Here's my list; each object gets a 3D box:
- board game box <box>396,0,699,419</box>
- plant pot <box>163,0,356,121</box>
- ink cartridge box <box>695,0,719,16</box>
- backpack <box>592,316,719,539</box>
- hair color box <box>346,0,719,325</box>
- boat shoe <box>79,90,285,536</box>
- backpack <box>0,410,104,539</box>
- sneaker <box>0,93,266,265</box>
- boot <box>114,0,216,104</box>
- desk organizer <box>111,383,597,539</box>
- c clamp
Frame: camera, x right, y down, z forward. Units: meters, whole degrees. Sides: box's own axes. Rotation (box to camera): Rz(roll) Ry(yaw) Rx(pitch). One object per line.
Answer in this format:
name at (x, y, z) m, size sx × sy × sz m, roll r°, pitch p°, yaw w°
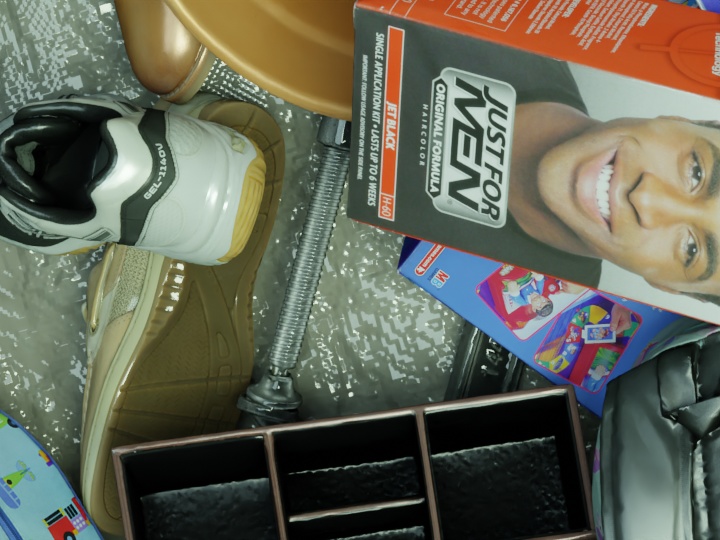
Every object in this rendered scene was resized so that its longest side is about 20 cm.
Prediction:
board game box at (0.128, -0.041, 1.103) m, size 0.134 × 0.045 × 0.200 m, roll 36°, pitch 111°, yaw -8°
plant pot at (0.016, -0.181, 1.086) m, size 0.199 × 0.140 × 0.201 m, roll 15°, pitch 130°, yaw 19°
ink cartridge box at (0.169, -0.203, 1.058) m, size 0.043 × 0.200 × 0.199 m, roll -33°, pitch 84°, yaw 49°
backpack at (0.160, 0.113, 1.050) m, size 0.166 × 0.127 × 0.201 m, roll -11°, pitch 94°, yaw 10°
hair color box at (0.097, -0.049, 1.004) m, size 0.199 × 0.061 × 0.102 m, roll 15°, pitch 128°, yaw 18°
boat shoe at (-0.088, 0.019, 1.186) m, size 0.064 × 0.071 × 0.201 m, roll 18°, pitch 92°, yaw 49°
backpack at (-0.210, 0.161, 1.160) m, size 0.200 × 0.134 × 0.183 m, roll -34°, pitch 84°, yaw 24°
sneaker at (-0.128, -0.049, 1.134) m, size 0.200 × 0.087 × 0.076 m, roll 2°, pitch 79°, yaw 51°
boot at (-0.138, -0.170, 1.138) m, size 0.074 × 0.154 × 0.201 m, roll -19°, pitch 76°, yaw 52°
desk organizer at (-0.002, 0.102, 1.113) m, size 0.199 × 0.077 × 0.072 m, roll -8°, pitch 72°, yaw -1°
c clamp at (0.000, 0.000, 1.163) m, size 0.170 × 0.027 × 0.201 m, roll 9°, pitch 96°, yaw -11°
